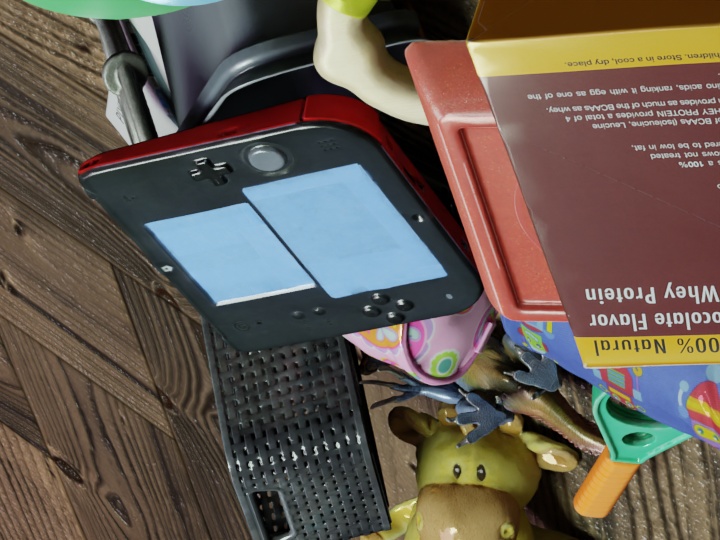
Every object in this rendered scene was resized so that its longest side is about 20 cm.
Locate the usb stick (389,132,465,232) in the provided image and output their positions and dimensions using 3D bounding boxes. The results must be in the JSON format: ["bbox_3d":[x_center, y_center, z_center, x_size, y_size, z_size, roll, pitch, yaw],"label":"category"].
[{"bbox_3d":[0.004,-0.071,1.825,0.200,0.033,0.055,29,148,38],"label":"usb stick"}]

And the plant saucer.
[{"bbox_3d":[0.135,-0.037,1.515,0.200,0.037,0.200,1,138,21],"label":"plant saucer"}]

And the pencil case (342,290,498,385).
[{"bbox_3d":[0.000,0.000,1.824,0.200,0.087,0.087,28,152,48],"label":"pencil case"}]

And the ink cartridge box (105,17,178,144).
[{"bbox_3d":[-0.140,-0.149,1.896,0.176,0.045,0.200,52,160,13],"label":"ink cartridge box"}]

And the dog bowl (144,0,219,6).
[{"bbox_3d":[-0.085,-0.229,1.505,0.111,0.200,0.050,9,146,2],"label":"dog bowl"}]

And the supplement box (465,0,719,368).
[{"bbox_3d":[0.176,-0.074,1.263,0.197,0.133,0.200,-2,135,23],"label":"supplement box"}]

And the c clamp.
[{"bbox_3d":[-0.145,-0.120,1.773,0.200,0.027,0.171,-115,11,-58],"label":"c clamp"}]

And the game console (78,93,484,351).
[{"bbox_3d":[-0.039,-0.021,1.662,0.177,0.031,0.200,-15,141,21],"label":"game console"}]

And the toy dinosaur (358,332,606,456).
[{"bbox_3d":[0.069,0.072,1.889,0.200,0.105,0.181,39,178,-10],"label":"toy dinosaur"}]

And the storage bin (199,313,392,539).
[{"bbox_3d":[-0.047,0.074,1.948,0.135,0.094,0.200,75,-177,-55],"label":"storage bin"}]

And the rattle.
[{"bbox_3d":[0.080,-0.143,1.549,0.200,0.143,0.130,7,110,1],"label":"rattle"}]

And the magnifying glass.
[{"bbox_3d":[0.165,0.101,1.765,0.080,0.022,0.200,6,152,-9],"label":"magnifying glass"}]

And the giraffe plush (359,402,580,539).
[{"bbox_3d":[0.083,0.171,1.985,0.162,0.172,0.200,91,167,-47],"label":"giraffe plush"}]

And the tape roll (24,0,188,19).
[{"bbox_3d":[-0.130,-0.229,1.567,0.200,0.200,0.048,39,158,19],"label":"tape roll"}]

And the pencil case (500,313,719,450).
[{"bbox_3d":[0.170,0.036,1.634,0.200,0.087,0.078,27,150,42],"label":"pencil case"}]

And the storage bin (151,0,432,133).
[{"bbox_3d":[-0.047,-0.151,1.669,0.200,0.145,0.134,135,118,-69],"label":"storage bin"}]
